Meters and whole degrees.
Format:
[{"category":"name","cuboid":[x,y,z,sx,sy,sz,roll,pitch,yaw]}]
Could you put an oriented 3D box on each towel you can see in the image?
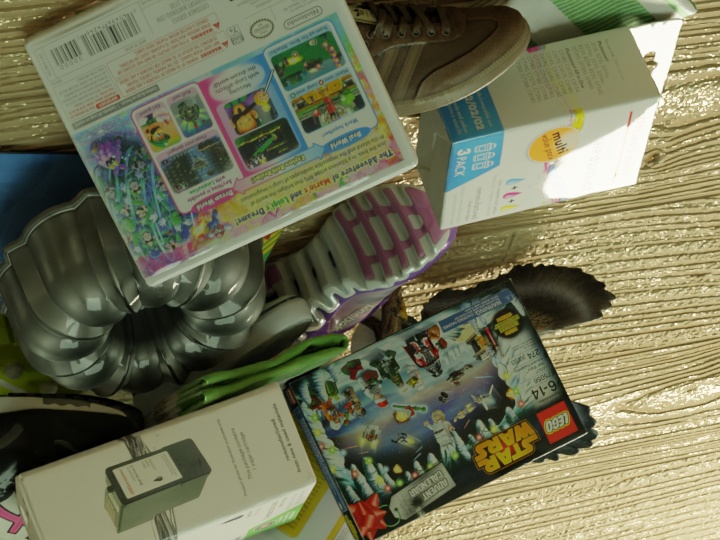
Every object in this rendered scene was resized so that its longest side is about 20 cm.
[{"category":"towel","cuboid":[0.130,-0.166,1.444,0.200,0.023,0.152,-33,147,20]},{"category":"towel","cuboid":[-0.116,0.100,1.546,0.149,0.031,0.200,-20,171,-41]}]

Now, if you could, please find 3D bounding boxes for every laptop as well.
[{"category":"laptop","cuboid":[-0.279,0.014,1.403,0.115,0.201,0.188,26,136,-5]}]

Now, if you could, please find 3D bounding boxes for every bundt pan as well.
[{"category":"bundt pan","cuboid":[-0.156,0.022,1.424,0.201,0.076,0.202,-14,149,-9]}]

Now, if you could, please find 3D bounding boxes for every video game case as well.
[{"category":"video game case","cuboid":[-0.089,-0.109,1.299,0.199,0.024,0.183,-24,107,6]}]

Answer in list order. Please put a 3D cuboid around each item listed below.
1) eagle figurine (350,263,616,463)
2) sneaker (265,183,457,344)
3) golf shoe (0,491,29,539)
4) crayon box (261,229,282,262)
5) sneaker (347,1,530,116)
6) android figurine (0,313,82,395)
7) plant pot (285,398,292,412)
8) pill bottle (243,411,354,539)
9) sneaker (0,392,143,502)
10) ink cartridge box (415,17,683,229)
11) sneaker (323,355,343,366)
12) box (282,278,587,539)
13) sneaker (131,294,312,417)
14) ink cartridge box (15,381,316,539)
[{"category":"eagle figurine","cuboid":[0.100,0.070,1.668,0.199,0.151,0.152,9,128,-28]},{"category":"sneaker","cuboid":[0.000,0.000,1.583,0.200,0.081,0.088,-32,154,27]},{"category":"golf shoe","cuboid":[-0.242,0.205,1.560,0.199,0.093,0.073,8,164,-4]},{"category":"crayon box","cuboid":[-0.113,-0.056,1.447,0.126,0.051,0.200,-2,144,-27]},{"category":"sneaker","cuboid":[0.015,-0.148,1.353,0.199,0.071,0.076,-20,125,2]},{"category":"android figurine","cuboid":[-0.299,0.095,1.586,0.199,0.041,0.182,-28,148,15]},{"category":"plant pot","cuboid":[-0.111,0.221,1.757,0.195,0.197,0.201,-8,133,-19]},{"category":"pill bottle","cuboid":[-0.037,0.188,1.612,0.201,0.112,0.112,-57,148,-9]},{"category":"sneaker","cuboid":[-0.257,0.135,1.489,0.199,0.088,0.076,0,174,11]},{"category":"ink cartridge box","cuboid":[0.146,-0.107,1.462,0.199,0.068,0.115,-14,151,-11]},{"category":"sneaker","cuboid":[-0.009,0.144,1.780,0.084,0.075,0.200,-41,148,-3]},{"category":"box","cuboid":[0.058,0.110,1.557,0.199,0.137,0.040,-25,174,-14]},{"category":"sneaker","cuboid":[-0.120,0.053,1.562,0.200,0.071,0.073,-29,171,38]},{"category":"ink cartridge box","cuboid":[-0.145,0.167,1.473,0.199,0.084,0.146,-19,166,-14]}]
